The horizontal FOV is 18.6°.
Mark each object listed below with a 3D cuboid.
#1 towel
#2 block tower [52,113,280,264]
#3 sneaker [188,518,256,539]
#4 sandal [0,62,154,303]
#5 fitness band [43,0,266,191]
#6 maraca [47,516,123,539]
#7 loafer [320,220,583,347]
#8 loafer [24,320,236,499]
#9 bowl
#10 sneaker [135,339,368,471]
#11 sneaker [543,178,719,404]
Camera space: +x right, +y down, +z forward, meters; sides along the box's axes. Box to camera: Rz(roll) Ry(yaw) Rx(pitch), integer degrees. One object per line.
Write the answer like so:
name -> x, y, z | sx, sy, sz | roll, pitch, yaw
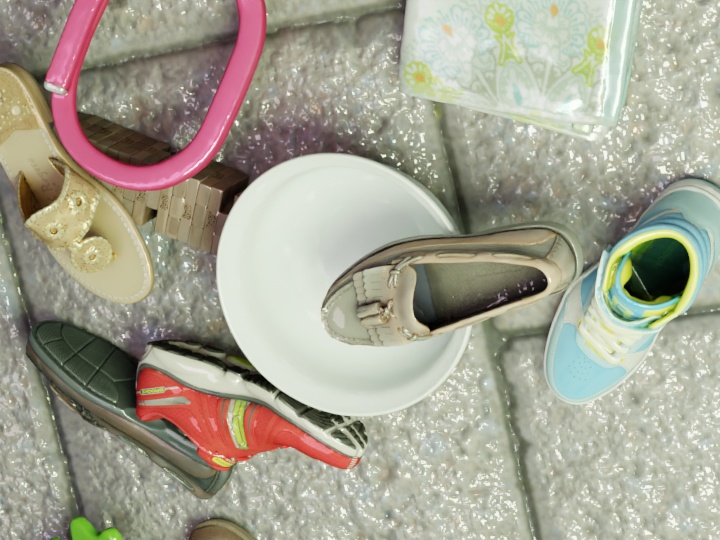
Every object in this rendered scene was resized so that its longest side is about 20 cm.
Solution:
towel -> 0.116, -0.202, 1.549 | 0.170, 0.048, 0.201 | 14, 110, 17
block tower -> -0.153, -0.064, 1.697 | 0.199, 0.054, 0.058 | 19, 112, 15
sneaker -> -0.089, 0.298, 1.770 | 0.070, 0.076, 0.201 | -23, 97, 26
sandal -> -0.241, -0.056, 1.667 | 0.077, 0.070, 0.212 | -29, 93, 27
fitness band -> -0.152, -0.158, 1.639 | 0.143, 0.037, 0.201 | 23, 92, 4
maraca -> -0.192, 0.296, 1.796 | 0.137, 0.107, 0.200 | -38, 81, 39
loafer -> 0.056, 0.012, 1.531 | 0.199, 0.063, 0.072 | -15, 103, 23
loafer -> -0.190, 0.116, 1.761 | 0.199, 0.072, 0.063 | 31, 121, 8
bowl -> 0.000, 0.000, 1.632 | 0.200, 0.090, 0.202 | 6, 109, 18
sneaker -> -0.085, 0.117, 1.684 | 0.199, 0.077, 0.085 | 21, 104, 23
sneaker -> 0.180, 0.029, 1.548 | 0.079, 0.131, 0.200 | 36, 116, 7
